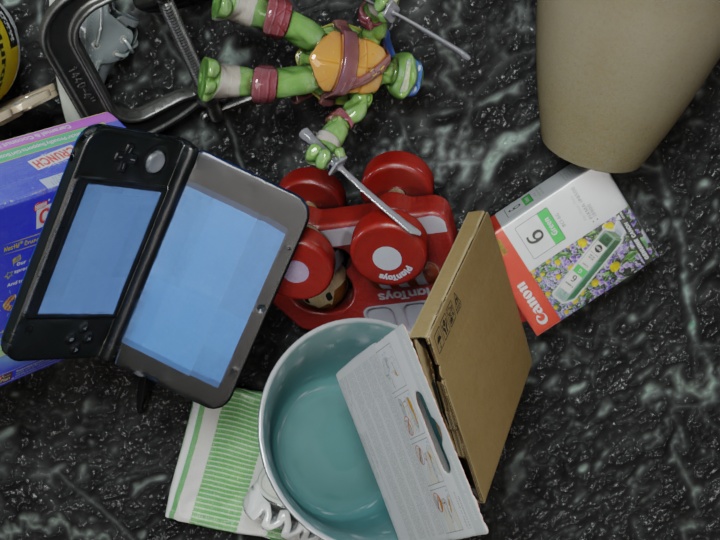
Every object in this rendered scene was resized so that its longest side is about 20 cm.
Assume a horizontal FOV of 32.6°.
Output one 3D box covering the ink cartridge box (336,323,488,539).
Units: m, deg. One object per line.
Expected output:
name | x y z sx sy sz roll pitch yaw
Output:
ink cartridge box | 0.050 0.128 0.961 0.050 0.200 0.164 -18 81 -22

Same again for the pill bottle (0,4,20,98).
pill bottle | -0.334 -0.172 0.980 0.110 0.200 0.113 -1 108 -3

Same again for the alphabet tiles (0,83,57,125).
alphabet tiles | -0.340 -0.101 0.996 0.194 0.200 0.015 -8 113 43

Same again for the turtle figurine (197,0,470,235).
turtle figurine | -0.024 -0.161 0.983 0.191 0.202 0.145 9 137 -17

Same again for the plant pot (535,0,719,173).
plant pot | 0.219 -0.192 1.028 0.185 0.188 0.202 10 120 -6

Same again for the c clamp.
c clamp | -0.168 -0.180 1.023 0.169 0.027 0.201 -28 145 1

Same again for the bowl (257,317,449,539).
bowl | -0.008 0.152 1.101 0.198 0.105 0.204 6 73 -19

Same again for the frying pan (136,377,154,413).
frying pan | -0.183 0.042 1.130 0.031 0.191 0.115 31 60 14

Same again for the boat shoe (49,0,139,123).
boat shoe | -0.223 -0.209 1.042 0.070 0.070 0.204 -1 108 -6

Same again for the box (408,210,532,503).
box | 0.098 0.068 1.036 0.021 0.201 0.165 -8 118 24

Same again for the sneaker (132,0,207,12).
sneaker | -0.116 -0.301 1.030 0.198 0.076 0.117 -26 95 1

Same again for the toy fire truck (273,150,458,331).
toy fire truck | 0.000 0.000 1.097 0.197 0.113 0.169 -9 127 14

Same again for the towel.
towel | -0.079 0.196 1.197 0.197 0.023 0.155 14 105 -7

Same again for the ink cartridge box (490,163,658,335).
ink cartridge box | 0.160 -0.007 1.132 0.199 0.050 0.110 -34 106 7

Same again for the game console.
game console | -0.161 0.005 0.977 0.118 0.170 0.202 31 105 29

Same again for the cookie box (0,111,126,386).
cookie box | -0.267 -0.013 1.016 0.075 0.170 0.202 40 130 25

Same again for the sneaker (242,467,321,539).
sneaker | -0.009 0.231 1.168 0.198 0.075 0.082 25 94 -11
